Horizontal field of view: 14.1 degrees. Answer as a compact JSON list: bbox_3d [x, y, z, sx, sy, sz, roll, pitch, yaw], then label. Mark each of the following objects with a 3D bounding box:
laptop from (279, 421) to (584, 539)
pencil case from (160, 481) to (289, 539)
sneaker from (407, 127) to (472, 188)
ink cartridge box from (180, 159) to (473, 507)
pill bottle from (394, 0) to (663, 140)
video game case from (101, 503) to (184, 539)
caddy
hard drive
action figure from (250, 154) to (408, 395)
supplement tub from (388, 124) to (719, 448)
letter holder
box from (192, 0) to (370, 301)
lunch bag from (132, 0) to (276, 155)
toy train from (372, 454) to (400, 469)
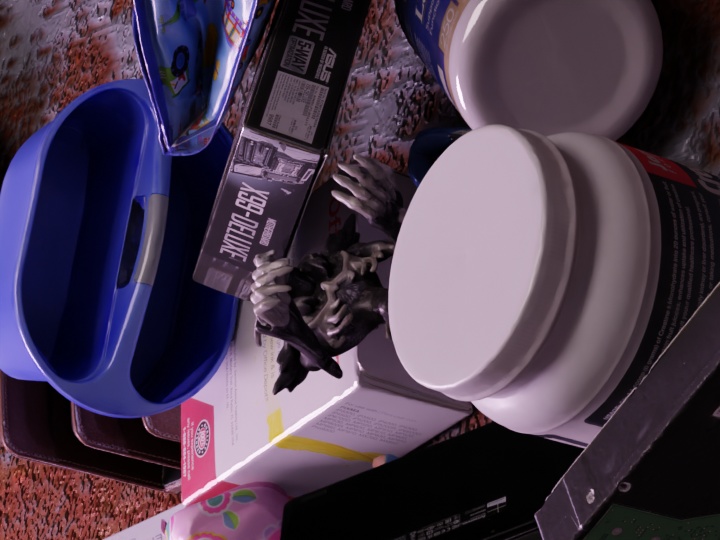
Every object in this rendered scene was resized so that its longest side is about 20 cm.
[{"bbox_3d":[0.062,0.177,1.479,0.186,0.116,0.200,-21,21,10],"label":"laptop"},{"bbox_3d":[-0.060,0.221,1.672,0.087,0.087,0.201,-45,49,40],"label":"pencil case"},{"bbox_3d":[0.085,-0.028,1.564,0.200,0.085,0.077,34,105,58],"label":"sneaker"},{"bbox_3d":[-0.022,0.047,1.709,0.200,0.083,0.146,-36,47,48],"label":"ink cartridge box"},{"bbox_3d":[0.082,-0.143,1.581,0.116,0.115,0.200,-65,21,15],"label":"pill bottle"},{"bbox_3d":[-0.126,0.242,1.780,0.181,0.023,0.201,-26,51,21],"label":"video game case"},{"bbox_3d":[-0.140,-0.011,1.713,0.105,0.141,0.201,-17,61,62],"label":"caddy"},{"bbox_3d":[0.186,0.068,1.296,0.200,0.139,0.038,-56,35,31],"label":"hard drive"},{"bbox_3d":[0.000,0.000,1.539,0.199,0.102,0.119,-5,47,44],"label":"action figure"},{"bbox_3d":[0.128,0.017,1.355,0.140,0.199,0.141,-32,50,49],"label":"supplement tub"},{"bbox_3d":[-0.149,0.024,1.874,0.100,0.142,0.201,-29,53,51],"label":"letter holder"},{"bbox_3d":[-0.035,-0.105,1.641,0.158,0.050,0.201,112,174,-55],"label":"box"},{"bbox_3d":[-0.072,-0.170,1.619,0.151,0.094,0.201,-73,-9,-45],"label":"lunch bag"},{"bbox_3d":[0.033,0.193,1.556,0.114,0.086,0.201,-22,56,43],"label":"toy train"}]
